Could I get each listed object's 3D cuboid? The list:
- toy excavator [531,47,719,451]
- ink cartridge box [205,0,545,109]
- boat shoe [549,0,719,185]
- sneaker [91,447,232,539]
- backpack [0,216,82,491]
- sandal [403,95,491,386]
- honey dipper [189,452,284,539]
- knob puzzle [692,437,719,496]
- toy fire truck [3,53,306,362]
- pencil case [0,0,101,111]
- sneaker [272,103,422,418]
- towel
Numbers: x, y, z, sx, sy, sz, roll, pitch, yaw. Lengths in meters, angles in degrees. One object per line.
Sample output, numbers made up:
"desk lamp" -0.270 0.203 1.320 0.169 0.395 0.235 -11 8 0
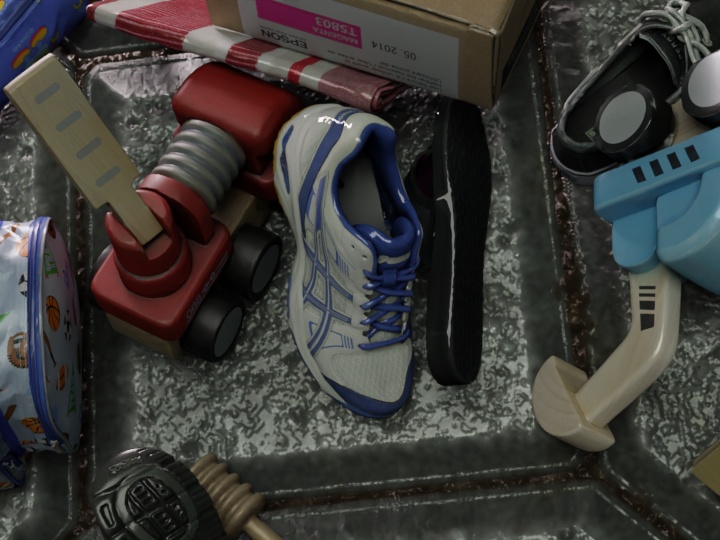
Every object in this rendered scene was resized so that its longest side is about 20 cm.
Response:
"toy excavator" 0.186 -0.006 0.862 0.194 0.100 0.201 -23 51 41
"ink cartridge box" 0.021 -0.207 0.901 0.199 0.075 0.165 20 61 15
"boat shoe" 0.203 -0.140 0.939 0.199 0.068 0.074 -36 71 -5
"sneaker" -0.090 0.191 0.865 0.076 0.091 0.200 -35 92 -22
"backpack" -0.249 0.040 0.872 0.153 0.191 0.201 -12 69 3
"sandal" 0.050 -0.026 0.922 0.048 0.075 0.201 -4 70 24
"honey dipper" -0.029 0.186 0.876 0.200 0.038 0.038 37 79 16
"knob puzzle" 0.322 0.115 0.813 0.218 0.030 0.221 5 116 11
"toy fire truck" -0.117 -0.066 0.877 0.128 0.200 0.176 25 68 14
"pencil case" -0.235 -0.185 1.002 0.078 0.087 0.200 40 80 -8
"sneaker" 0.000 0.000 0.868 0.075 0.088 0.201 -22 106 -28
"towel" -0.061 -0.148 0.946 0.199 0.144 0.023 19 110 13
